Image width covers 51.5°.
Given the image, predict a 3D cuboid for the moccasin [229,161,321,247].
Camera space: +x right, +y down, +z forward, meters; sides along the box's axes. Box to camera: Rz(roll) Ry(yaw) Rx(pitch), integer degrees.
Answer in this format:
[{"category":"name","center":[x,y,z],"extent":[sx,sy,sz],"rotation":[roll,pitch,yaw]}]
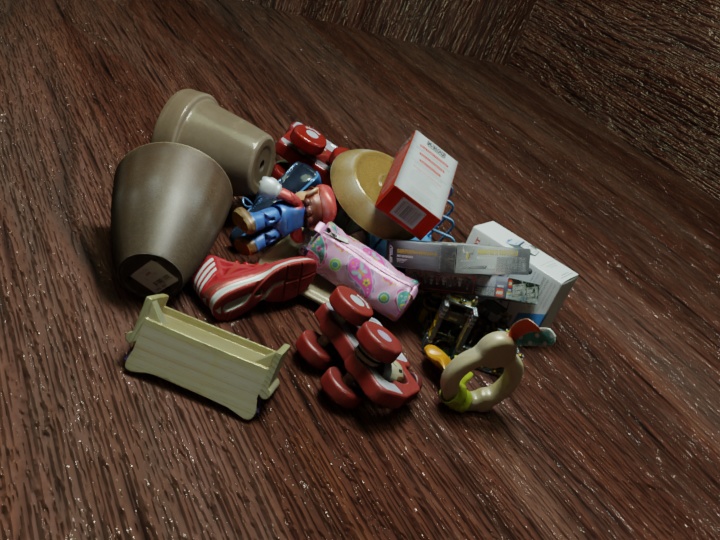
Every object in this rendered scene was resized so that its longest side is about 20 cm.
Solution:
[{"category":"moccasin","center":[-0.159,-0.114,1.329],"extent":[0.200,0.081,0.068],"rotation":[-41,71,-18]}]

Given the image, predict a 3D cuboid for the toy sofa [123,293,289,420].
[{"category":"toy sofa","center":[-0.201,0.111,0.981],"extent":[0.200,0.098,0.083],"rotation":[22,3,1]}]

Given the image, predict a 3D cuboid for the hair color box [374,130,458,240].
[{"category":"hair color box","center":[0.100,-0.151,1.289],"extent":[0.101,0.061,0.200],"rotation":[36,39,-10]}]

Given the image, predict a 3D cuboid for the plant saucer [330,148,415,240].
[{"category":"plant saucer","center":[0.041,-0.143,1.317],"extent":[0.200,0.035,0.201],"rotation":[21,48,-25]}]

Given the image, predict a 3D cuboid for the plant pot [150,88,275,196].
[{"category":"plant pot","center":[-0.254,-0.208,1.346],"extent":[0.174,0.201,0.200],"rotation":[18,26,11]}]

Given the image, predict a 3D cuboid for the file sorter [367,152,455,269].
[{"category":"file sorter","center":[0.104,-0.116,1.460],"extent":[0.139,0.123,0.200],"rotation":[20,48,-19]}]

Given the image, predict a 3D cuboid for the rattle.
[{"category":"rattle","center":[0.189,0.107,1.112],"extent":[0.130,0.200,0.143],"rotation":[19,32,-10]}]

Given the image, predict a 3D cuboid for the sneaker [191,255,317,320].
[{"category":"sneaker","center":[-0.172,-0.001,1.172],"extent":[0.200,0.078,0.115],"rotation":[-18,45,-40]}]

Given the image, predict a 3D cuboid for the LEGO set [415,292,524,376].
[{"category":"LEGO set","center":[0.191,0.083,1.254],"extent":[0.200,0.116,0.154],"rotation":[23,27,2]}]

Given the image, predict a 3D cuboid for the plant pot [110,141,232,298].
[{"category":"plant pot","center":[-0.296,-0.059,1.124],"extent":[0.187,0.187,0.200],"rotation":[14,42,-15]}]

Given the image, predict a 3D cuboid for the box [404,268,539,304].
[{"category":"box","center":[0.195,0.027,1.315],"extent":[0.200,0.040,0.137],"rotation":[6,-2,35]}]

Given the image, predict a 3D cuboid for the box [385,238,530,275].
[{"category":"box","center":[0.167,-0.023,1.276],"extent":[0.200,0.048,0.158],"rotation":[1,4,-42]}]

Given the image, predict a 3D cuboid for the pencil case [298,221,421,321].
[{"category":"pencil case","center":[0.000,0.000,1.236],"extent":[0.200,0.088,0.087],"rotation":[35,28,3]}]

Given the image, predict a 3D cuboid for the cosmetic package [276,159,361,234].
[{"category":"cosmetic package","center":[-0.078,-0.157,1.543],"extent":[0.200,0.073,0.103],"rotation":[33,29,18]}]

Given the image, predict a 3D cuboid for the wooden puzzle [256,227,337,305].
[{"category":"wooden puzzle","center":[-0.061,0.011,1.296],"extent":[0.200,0.037,0.185],"rotation":[32,30,8]}]

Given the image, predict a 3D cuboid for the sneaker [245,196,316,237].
[{"category":"sneaker","center":[-0.141,-0.118,1.444],"extent":[0.200,0.076,0.091],"rotation":[39,24,12]}]

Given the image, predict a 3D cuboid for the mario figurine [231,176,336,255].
[{"category":"mario figurine","center":[-0.129,-0.095,1.250],"extent":[0.200,0.123,0.106],"rotation":[-24,76,-36]}]

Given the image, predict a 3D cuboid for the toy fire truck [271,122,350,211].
[{"category":"toy fire truck","center":[-0.067,-0.209,1.439],"extent":[0.200,0.112,0.168],"rotation":[31,30,-3]}]

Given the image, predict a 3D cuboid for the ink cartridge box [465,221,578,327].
[{"category":"ink cartridge box","center":[0.279,0.021,1.397],"extent":[0.200,0.147,0.086],"rotation":[35,30,25]}]

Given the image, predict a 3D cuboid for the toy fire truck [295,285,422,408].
[{"category":"toy fire truck","center":[0.016,0.122,1.088],"extent":[0.168,0.112,0.200],"rotation":[22,21,-44]}]
